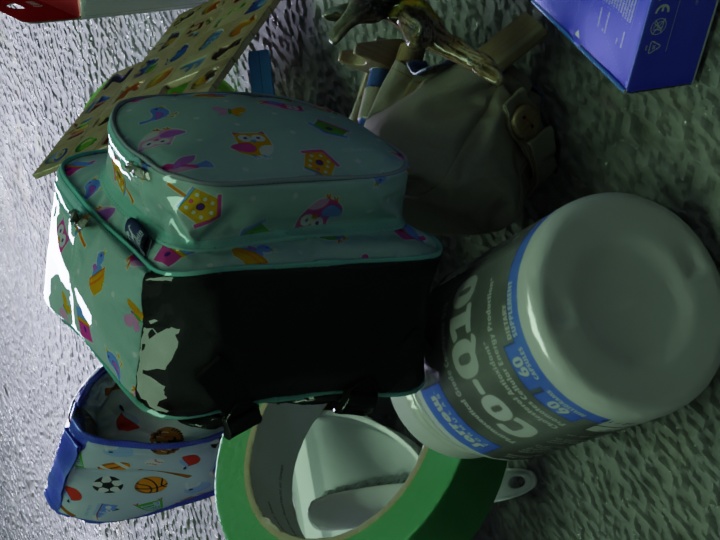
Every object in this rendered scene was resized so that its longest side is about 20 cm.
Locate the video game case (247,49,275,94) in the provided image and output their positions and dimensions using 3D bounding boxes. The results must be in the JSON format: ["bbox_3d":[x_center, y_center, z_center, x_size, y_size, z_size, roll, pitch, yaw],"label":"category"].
[{"bbox_3d":[-0.058,-0.038,1.158,0.200,0.018,0.143,85,177,-46],"label":"video game case"}]

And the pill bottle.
[{"bbox_3d":[0.094,0.039,0.851,0.200,0.114,0.114,-35,68,64],"label":"pill bottle"}]

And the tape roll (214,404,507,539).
[{"bbox_3d":[-0.001,0.112,1.015,0.200,0.048,0.201,-21,50,28],"label":"tape roll"}]

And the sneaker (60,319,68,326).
[{"bbox_3d":[-0.158,0.030,1.341,0.090,0.200,0.070,9,92,33],"label":"sneaker"}]

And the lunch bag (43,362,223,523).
[{"bbox_3d":[-0.158,0.123,1.309,0.124,0.200,0.170,60,151,19],"label":"lunch bag"}]

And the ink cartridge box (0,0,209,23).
[{"bbox_3d":[-0.225,-0.264,1.336,0.200,0.175,0.084,29,126,59],"label":"ink cartridge box"}]

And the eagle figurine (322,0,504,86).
[{"bbox_3d":[0.035,-0.221,0.844,0.151,0.152,0.200,-58,-18,-61],"label":"eagle figurine"}]

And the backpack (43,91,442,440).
[{"bbox_3d":[-0.073,-0.015,0.850,0.200,0.176,0.153,23,117,54],"label":"backpack"}]

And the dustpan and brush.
[{"bbox_3d":[0.031,0.150,1.051,0.200,0.057,0.140,-13,82,25],"label":"dustpan and brush"}]

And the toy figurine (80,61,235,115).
[{"bbox_3d":[-0.124,-0.064,1.212,0.200,0.150,0.184,60,172,-12],"label":"toy figurine"}]

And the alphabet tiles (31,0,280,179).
[{"bbox_3d":[-0.140,-0.149,1.184,0.167,0.200,0.008,-16,121,37],"label":"alphabet tiles"}]

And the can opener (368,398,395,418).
[{"bbox_3d":[0.000,0.000,1.113,0.053,0.067,0.200,-121,10,-81],"label":"can opener"}]

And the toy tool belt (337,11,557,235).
[{"bbox_3d":[0.036,-0.087,0.954,0.200,0.125,0.123,1,67,62],"label":"toy tool belt"}]

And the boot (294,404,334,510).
[{"bbox_3d":[0.016,0.186,1.140,0.174,0.069,0.200,39,144,46],"label":"boot"}]

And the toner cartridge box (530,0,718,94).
[{"bbox_3d":[0.138,-0.192,0.745,0.095,0.043,0.200,-124,33,-43],"label":"toner cartridge box"}]
